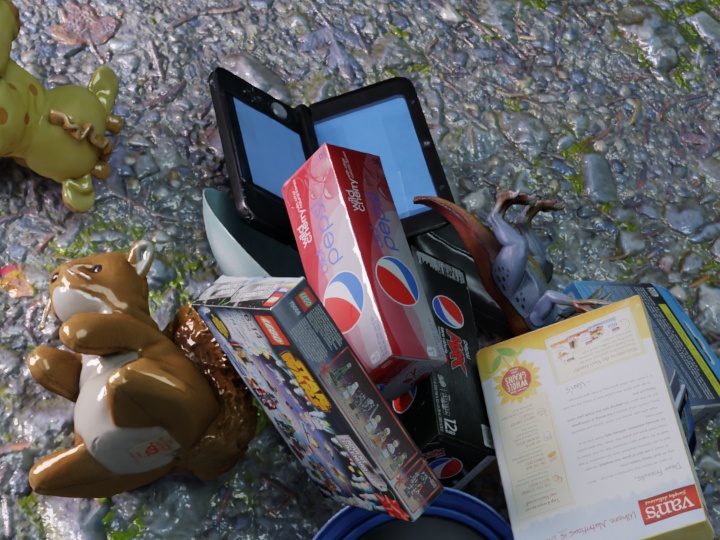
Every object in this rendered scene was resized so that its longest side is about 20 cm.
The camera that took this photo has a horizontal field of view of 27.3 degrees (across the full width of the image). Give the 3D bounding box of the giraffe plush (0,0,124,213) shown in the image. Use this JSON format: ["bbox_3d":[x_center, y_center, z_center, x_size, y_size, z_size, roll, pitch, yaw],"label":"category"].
[{"bbox_3d":[-0.291,-0.137,1.279,0.161,0.174,0.200,17,17,-40],"label":"giraffe plush"}]

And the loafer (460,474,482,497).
[{"bbox_3d":[0.014,0.134,1.263,0.199,0.075,0.070,31,34,-12],"label":"loafer"}]

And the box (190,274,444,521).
[{"bbox_3d":[-0.034,0.094,1.118,0.040,0.136,0.201,-42,110,-25],"label":"box"}]

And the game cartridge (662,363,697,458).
[{"bbox_3d":[0.243,0.171,1.229,0.038,0.200,0.131,19,70,25],"label":"game cartridge"}]

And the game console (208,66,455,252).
[{"bbox_3d":[-0.029,-0.115,1.347,0.175,0.116,0.201,27,33,-38],"label":"game console"}]

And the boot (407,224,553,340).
[{"bbox_3d":[0.096,-0.043,1.414,0.198,0.066,0.166,26,63,4],"label":"boot"}]

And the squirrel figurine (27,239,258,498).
[{"bbox_3d":[-0.172,0.073,1.204,0.198,0.142,0.188,11,41,-33],"label":"squirrel figurine"}]

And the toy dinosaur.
[{"bbox_3d":[0.148,0.029,1.283,0.105,0.198,0.184,14,78,-62],"label":"toy dinosaur"}]

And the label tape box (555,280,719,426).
[{"bbox_3d":[0.263,0.085,1.387,0.199,0.066,0.144,4,50,-54],"label":"label tape box"}]

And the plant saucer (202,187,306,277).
[{"bbox_3d":[-0.071,0.010,1.278,0.201,0.039,0.201,41,8,-7],"label":"plant saucer"}]

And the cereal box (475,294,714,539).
[{"bbox_3d":[0.174,0.130,1.135,0.142,0.040,0.202,-19,53,14],"label":"cereal box"}]

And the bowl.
[{"bbox_3d":[0.044,0.267,1.139,0.198,0.039,0.203,-5,65,10],"label":"bowl"}]

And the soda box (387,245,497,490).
[{"bbox_3d":[0.057,0.082,1.229,0.063,0.071,0.201,22,40,-27],"label":"soda box"}]

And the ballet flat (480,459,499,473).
[{"bbox_3d":[0.153,0.135,1.283,0.062,0.070,0.199,2,14,32],"label":"ballet flat"}]

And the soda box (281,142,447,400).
[{"bbox_3d":[0.000,0.000,1.198,0.063,0.070,0.202,9,52,-41],"label":"soda box"}]
